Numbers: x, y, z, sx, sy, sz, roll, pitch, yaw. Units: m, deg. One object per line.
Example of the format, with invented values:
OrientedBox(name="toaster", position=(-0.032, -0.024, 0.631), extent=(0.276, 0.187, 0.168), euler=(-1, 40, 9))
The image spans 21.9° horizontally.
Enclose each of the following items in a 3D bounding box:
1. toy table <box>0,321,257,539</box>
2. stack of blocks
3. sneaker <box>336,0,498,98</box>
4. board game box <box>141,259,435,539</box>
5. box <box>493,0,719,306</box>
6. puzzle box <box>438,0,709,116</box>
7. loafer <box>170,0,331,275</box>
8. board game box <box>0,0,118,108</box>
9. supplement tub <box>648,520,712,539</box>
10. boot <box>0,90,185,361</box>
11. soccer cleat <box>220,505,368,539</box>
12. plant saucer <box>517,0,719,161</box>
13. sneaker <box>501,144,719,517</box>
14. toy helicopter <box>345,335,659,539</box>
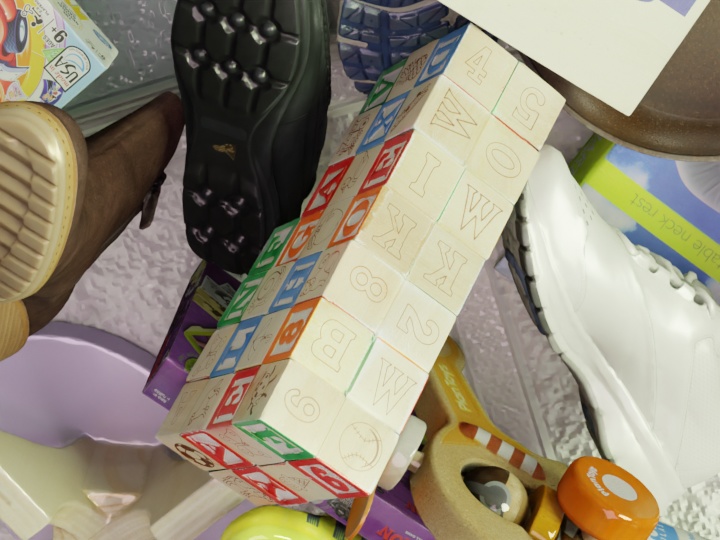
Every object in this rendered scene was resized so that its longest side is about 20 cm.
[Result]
OrientedBox(name="toy table", position=(-0.128, 0.131, 0.938), extent=(0.200, 0.117, 0.184), euler=(37, 107, -12))
OrientedBox(name="stack of blocks", position=(0.000, 0.000, 0.814), extent=(0.058, 0.115, 0.201), euler=(35, 68, -18))
OrientedBox(name="sneaker", position=(0.026, -0.168, 0.850), extent=(0.076, 0.086, 0.201), euler=(0, 132, -2))
OrientedBox(name="board game box", position=(-0.007, 0.076, 0.911), extent=(0.199, 0.120, 0.032), euler=(35, 111, -9))
OrientedBox(name="box", position=(0.170, -0.039, 0.903), extent=(0.122, 0.048, 0.200), euler=(34, 106, -9))
OrientedBox(name="puzzle box", position=(0.073, -0.165, 0.775), extent=(0.199, 0.025, 0.133), euler=(28, 106, -25))
OrientedBox(name="loafer", position=(-0.047, -0.088, 0.853), extent=(0.068, 0.071, 0.202), euler=(19, 134, 13))
OrientedBox(name="board game box", position=(-0.221, -0.126, 0.808), extent=(0.134, 0.034, 0.200), euler=(-38, 104, 14))
OrientedBox(name="supplement tub", position=(0.166, 0.201, 0.944), extent=(0.199, 0.132, 0.133), euler=(21, 109, -6))
OrientedBox(name="boot", position=(-0.131, -0.041, 0.819), extent=(0.072, 0.166, 0.200), euler=(40, 138, 2))
OrientedBox(name="soccer cleat", position=(-0.009, 0.144, 0.917), extent=(0.064, 0.084, 0.200), euler=(-29, 145, 22))
OrientedBox(name="plant saucer", position=(0.157, -0.150, 0.838), extent=(0.198, 0.032, 0.202), euler=(1, 94, 21))
OrientedBox(name="sneaker", position=(0.126, 0.020, 0.870), extent=(0.087, 0.075, 0.201), euler=(-27, 117, 6))
OrientedBox(name="toy helicopter", position=(0.042, 0.082, 0.870), extent=(0.131, 0.200, 0.079), euler=(16, 116, -27))
